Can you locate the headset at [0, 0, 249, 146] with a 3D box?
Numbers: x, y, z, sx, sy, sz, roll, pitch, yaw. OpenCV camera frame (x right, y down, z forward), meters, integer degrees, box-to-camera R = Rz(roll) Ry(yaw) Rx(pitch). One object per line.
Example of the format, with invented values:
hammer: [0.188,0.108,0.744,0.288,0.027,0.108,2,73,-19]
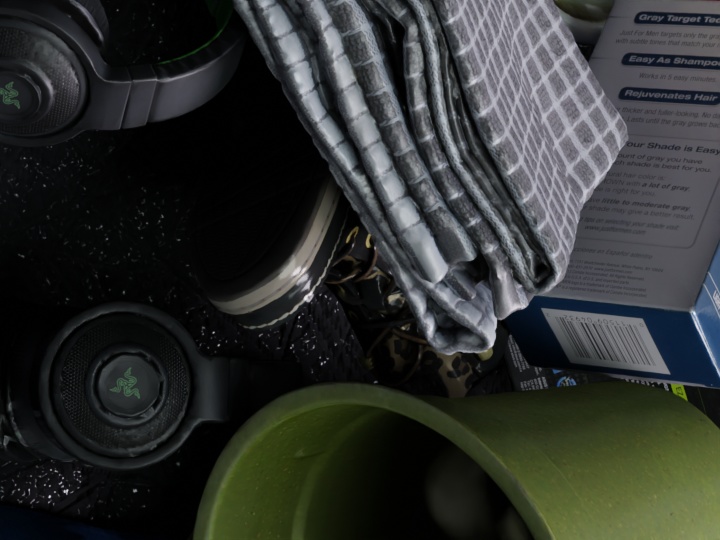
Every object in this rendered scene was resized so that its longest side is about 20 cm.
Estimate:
headset: [-0.133,-0.111,0.895,0.199,0.124,0.094,-7,141,-24]

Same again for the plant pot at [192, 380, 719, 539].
plant pot: [0.066,0.125,1.004,0.190,0.200,0.201,-14,123,-48]

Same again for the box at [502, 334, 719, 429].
box: [0.169,0.049,1.162,0.201,0.192,0.047,72,20,-3]

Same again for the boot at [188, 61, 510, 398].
boot: [0.000,0.000,1.027,0.073,0.200,0.151,-26,115,16]

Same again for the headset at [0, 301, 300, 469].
headset: [-0.118,0.060,1.000,0.199,0.123,0.095,6,85,-36]

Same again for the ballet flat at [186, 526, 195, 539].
ballet flat: [-0.063,0.140,1.045,0.200,0.068,0.072,-55,157,-26]

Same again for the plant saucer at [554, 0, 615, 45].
plant saucer: [0.124,-0.207,1.141,0.200,0.050,0.201,-23,128,-34]

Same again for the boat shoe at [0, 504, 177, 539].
boat shoe: [-0.127,0.155,1.090,0.200,0.084,0.069,21,102,-46]

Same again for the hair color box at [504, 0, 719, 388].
hair color box: [0.142,-0.048,1.088,0.201,0.100,0.061,-65,144,-28]

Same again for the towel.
towel: [0.028,-0.086,0.960,0.085,0.166,0.201,-25,106,17]

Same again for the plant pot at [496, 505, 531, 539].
plant pot: [0.011,0.173,1.159,0.141,0.141,0.201,65,44,-82]
